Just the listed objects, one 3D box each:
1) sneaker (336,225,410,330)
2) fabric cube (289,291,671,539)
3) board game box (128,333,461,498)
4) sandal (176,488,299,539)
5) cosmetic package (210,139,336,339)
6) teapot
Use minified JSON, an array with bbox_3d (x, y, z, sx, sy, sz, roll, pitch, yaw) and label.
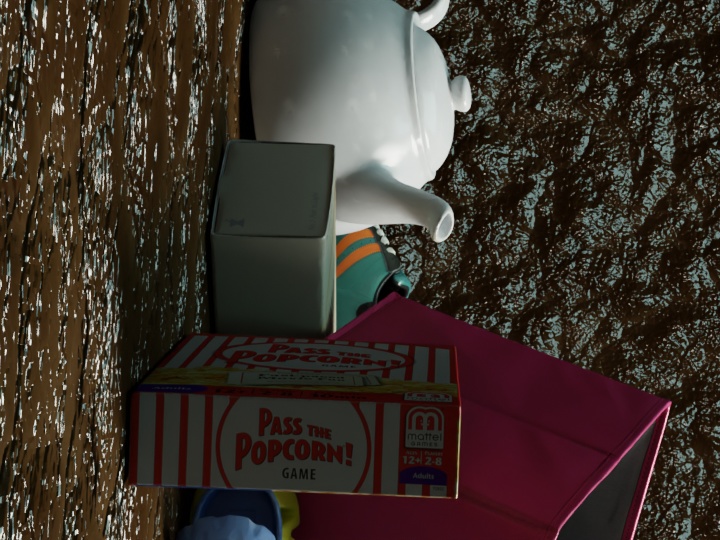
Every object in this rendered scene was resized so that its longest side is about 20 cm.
[{"bbox_3d":[0.000,0.000,1.407,0.072,0.079,0.201,86,7,-50],"label":"sneaker"},{"bbox_3d":[0.045,0.158,1.123,0.200,0.199,0.197,-33,141,-57],"label":"fabric cube"},{"bbox_3d":[-0.026,0.070,0.928,0.200,0.151,0.047,-73,165,-84],"label":"board game box"},{"bbox_3d":[-0.070,0.205,1.000,0.087,0.079,0.201,36,48,-83],"label":"sandal"},{"bbox_3d":[-0.053,0.027,1.190,0.104,0.073,0.201,-85,177,-51],"label":"cosmetic package"},{"bbox_3d":[0.007,-0.124,1.328,0.197,0.145,0.201,-48,131,-80],"label":"teapot"}]
